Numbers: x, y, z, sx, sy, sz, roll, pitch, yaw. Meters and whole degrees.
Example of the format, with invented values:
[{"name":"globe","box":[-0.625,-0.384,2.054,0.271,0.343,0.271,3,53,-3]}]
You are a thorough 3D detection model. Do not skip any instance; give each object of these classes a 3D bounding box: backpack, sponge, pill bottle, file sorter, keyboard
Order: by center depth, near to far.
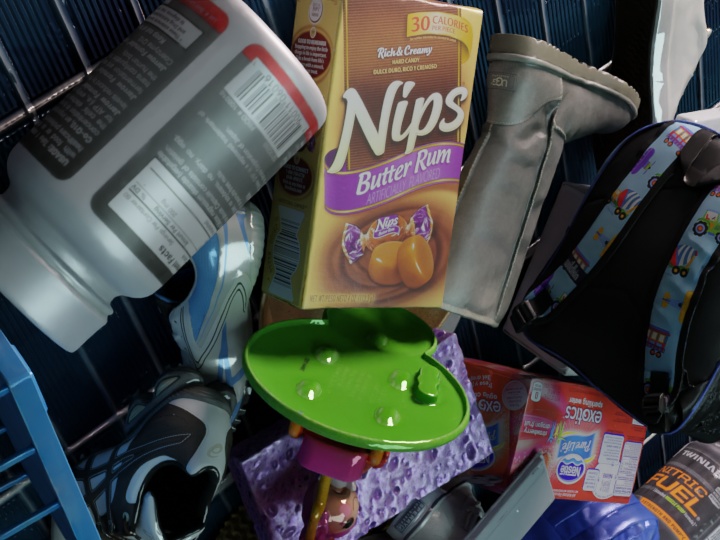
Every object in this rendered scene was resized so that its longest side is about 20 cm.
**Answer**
[{"name":"pill bottle","box":[-0.125,-0.058,0.731,0.200,0.114,0.114,-45,139,-7]},{"name":"file sorter","box":[-0.238,0.118,0.739,0.122,0.139,0.201,-28,134,-19]},{"name":"backpack","box":[0.234,0.002,0.941,0.134,0.182,0.201,16,105,-45]},{"name":"sponge","box":[0.003,0.137,0.972,0.199,0.030,0.112,-29,114,-25]},{"name":"keyboard","box":[0.089,0.226,1.005,0.200,0.011,0.057,-43,136,-29]},{"name":"backpack","box":[0.198,0.296,1.242,0.199,0.168,0.163,-30,147,-25]},{"name":"pill bottle","box":[0.358,0.258,1.406,0.200,0.106,0.107,-39,138,-16]}]

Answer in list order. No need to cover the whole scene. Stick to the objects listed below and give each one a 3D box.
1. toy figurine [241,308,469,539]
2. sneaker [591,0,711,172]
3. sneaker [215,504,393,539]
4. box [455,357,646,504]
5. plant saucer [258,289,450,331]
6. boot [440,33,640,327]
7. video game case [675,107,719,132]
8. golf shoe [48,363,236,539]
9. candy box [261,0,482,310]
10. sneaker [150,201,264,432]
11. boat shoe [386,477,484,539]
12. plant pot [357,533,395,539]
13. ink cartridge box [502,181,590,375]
[{"name":"toy figurine","box":[-0.021,0.138,0.874,0.200,0.149,0.185,-65,172,-67]},{"name":"sneaker","box":[0.241,-0.152,1.029,0.084,0.073,0.201,-16,126,-31]},{"name":"sneaker","box":[-0.024,0.200,1.038,0.199,0.075,0.090,-35,133,-17]},{"name":"box","box":[0.158,0.141,1.129,0.199,0.095,0.100,14,88,-47]},{"name":"plant saucer","box":[0.000,0.000,0.946,0.199,0.035,0.201,-24,132,-29]},{"name":"boot","box":[0.124,-0.056,0.952,0.181,0.072,0.202,12,88,-42]},{"name":"video game case","box":[0.310,-0.041,1.088,0.181,0.024,0.201,-13,119,-38]},{"name":"golf shoe","box":[-0.149,0.155,0.849,0.077,0.095,0.200,19,124,-28]},{"name":"candy box","box":[0.007,-0.077,0.839,0.116,0.056,0.202,0,101,-36]},{"name":"sneaker","box":[-0.104,0.034,0.863,0.072,0.072,0.201,2,129,-6]},{"name":"boat shoe","box":[0.076,0.216,1.090,0.071,0.070,0.200,-49,168,0]},{"name":"plant pot","box":[-0.006,0.339,1.034,0.199,0.174,0.200,-30,155,-16]},{"name":"ink cartridge box","box":[0.238,0.010,1.133,0.199,0.086,0.147,5,113,-43]}]
